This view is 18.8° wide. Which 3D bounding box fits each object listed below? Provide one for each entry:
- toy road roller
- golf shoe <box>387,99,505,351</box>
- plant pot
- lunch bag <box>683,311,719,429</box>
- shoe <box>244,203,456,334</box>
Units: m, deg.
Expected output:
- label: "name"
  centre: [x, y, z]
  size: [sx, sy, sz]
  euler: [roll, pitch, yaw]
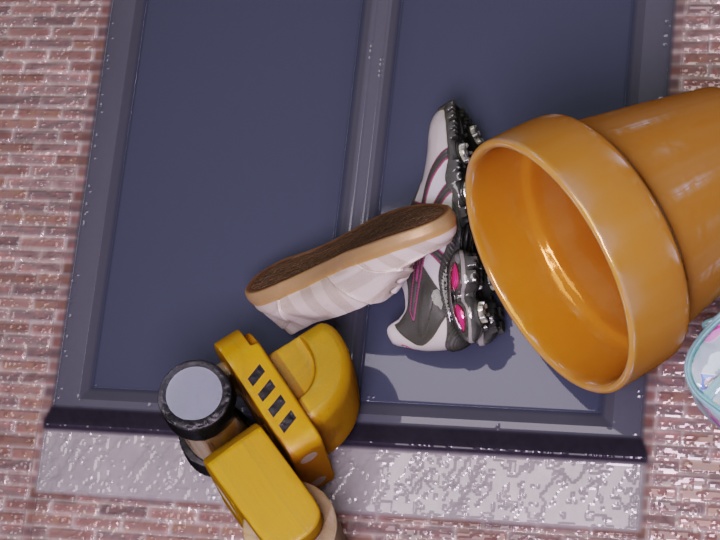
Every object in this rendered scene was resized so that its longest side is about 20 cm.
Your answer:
- label: "toy road roller"
  centre: [-0.050, 0.131, 1.640]
  size: [0.146, 0.123, 0.200]
  euler: [-32, 67, -7]
- label: "golf shoe"
  centre: [0.057, -0.035, 1.682]
  size: [0.088, 0.077, 0.200]
  euler: [-9, 70, 23]
- label: "plant pot"
  centre: [0.207, -0.040, 1.579]
  size: [0.183, 0.200, 0.200]
  euler: [-27, 66, -21]
- label: "lunch bag"
  centre: [0.335, 0.057, 1.566]
  size: [0.160, 0.077, 0.200]
  euler: [42, 88, 17]
- label: "shoe"
  centre: [0.000, 0.000, 1.662]
  size: [0.200, 0.070, 0.053]
  euler: [-21, 107, 37]
